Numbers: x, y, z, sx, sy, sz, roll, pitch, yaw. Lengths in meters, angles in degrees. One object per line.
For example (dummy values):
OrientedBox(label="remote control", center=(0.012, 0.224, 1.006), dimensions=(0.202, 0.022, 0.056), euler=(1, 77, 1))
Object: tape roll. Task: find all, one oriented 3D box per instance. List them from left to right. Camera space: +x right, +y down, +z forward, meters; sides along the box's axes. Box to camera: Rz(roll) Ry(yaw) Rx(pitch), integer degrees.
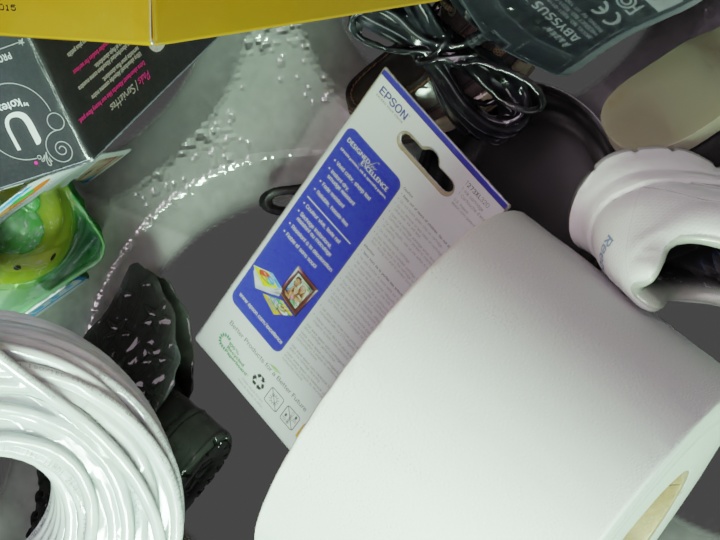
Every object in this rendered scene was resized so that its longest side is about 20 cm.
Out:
OrientedBox(label="tape roll", center=(0.065, 0.093, 1.318), dimensions=(0.139, 0.203, 0.203), euler=(38, 97, 13))

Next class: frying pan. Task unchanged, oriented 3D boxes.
OrientedBox(label="frying pan", center=(0.049, -0.022, 1.429), dimensions=(0.189, 0.031, 0.116), euler=(-25, 79, 24))

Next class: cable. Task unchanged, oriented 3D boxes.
OrientedBox(label="cable", center=(-0.186, 0.117, 1.363), dimensions=(0.199, 0.069, 0.201), euler=(28, 102, -25))

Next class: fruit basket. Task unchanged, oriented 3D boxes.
OrientedBox(label="fruit basket", center=(-0.207, 0.003, 1.425), dimensions=(0.185, 0.200, 0.094), euler=(-35, 97, 12))

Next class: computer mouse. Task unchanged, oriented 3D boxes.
OrientedBox(label="computer mouse", center=(0.092, -0.147, 1.314), dimensions=(0.199, 0.138, 0.053), euler=(-25, 35, 35))

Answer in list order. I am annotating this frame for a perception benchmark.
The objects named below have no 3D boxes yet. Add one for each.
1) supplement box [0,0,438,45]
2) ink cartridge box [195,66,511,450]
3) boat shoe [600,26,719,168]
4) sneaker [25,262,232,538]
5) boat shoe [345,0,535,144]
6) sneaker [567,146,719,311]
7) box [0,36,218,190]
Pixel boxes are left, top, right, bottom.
OrientedBox(label="supplement box", center=(-0.074, -0.209, 1.219), dimensions=(0.132, 0.197, 0.201), euler=(7, 104, 38))
OrientedBox(label="ink cartridge box", center=(0.000, 0.000, 1.399), dimensions=(0.095, 0.037, 0.200), euler=(48, 128, 17))
OrientedBox(label="boat shoe", center=(0.214, -0.095, 1.368), dimensions=(0.201, 0.063, 0.074), euler=(-29, 46, 3))
OrientedBox(label="sneaker", center=(-0.143, 0.102, 1.469), dimensions=(0.104, 0.060, 0.200), euler=(42, 93, 16))
OrientedBox(label="boat shoe", center=(0.069, -0.142, 1.400), dimensions=(0.200, 0.073, 0.075), euler=(-37, 31, 5))
OrientedBox(label="sneaker", center=(0.200, -0.015, 1.323), dimensions=(0.199, 0.075, 0.087), euler=(-10, 38, -7))
OrientedBox(label="box", center=(-0.159, -0.123, 1.364), dimensions=(0.132, 0.200, 0.115), euler=(-16, 109, 29))
